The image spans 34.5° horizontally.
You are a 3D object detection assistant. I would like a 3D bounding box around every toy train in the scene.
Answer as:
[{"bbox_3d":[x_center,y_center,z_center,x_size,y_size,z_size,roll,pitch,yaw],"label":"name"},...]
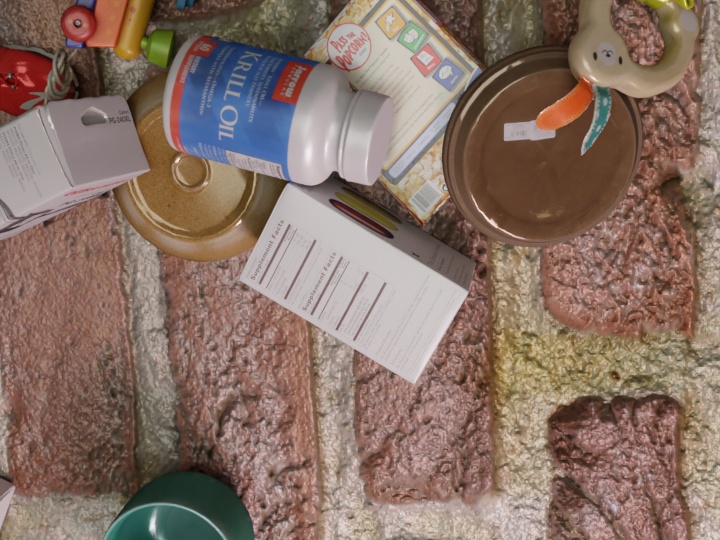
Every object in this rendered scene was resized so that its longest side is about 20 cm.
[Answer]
[{"bbox_3d":[-0.234,-0.226,1.138,0.114,0.085,0.203,17,98,-9],"label":"toy train"}]

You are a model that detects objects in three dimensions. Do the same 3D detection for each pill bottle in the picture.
[{"bbox_3d":[-0.073,-0.144,1.073,0.197,0.112,0.114,14,105,12],"label":"pill bottle"}]

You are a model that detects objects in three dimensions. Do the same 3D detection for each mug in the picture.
[{"bbox_3d":[-0.203,0.292,1.236,0.181,0.114,0.155,5,104,8],"label":"mug"}]

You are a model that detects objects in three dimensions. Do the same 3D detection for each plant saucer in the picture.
[{"bbox_3d":[-0.169,-0.104,1.181,0.196,0.035,0.204,2,103,9],"label":"plant saucer"},{"bbox_3d":[0.175,-0.110,1.096,0.196,0.030,0.203,-3,116,-6],"label":"plant saucer"}]

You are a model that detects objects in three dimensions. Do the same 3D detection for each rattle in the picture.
[{"bbox_3d":[0.251,-0.200,1.004,0.142,0.200,0.131,3,130,51],"label":"rattle"}]

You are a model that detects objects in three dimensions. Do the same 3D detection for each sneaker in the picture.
[{"bbox_3d":[-0.384,-0.196,1.168,0.197,0.085,0.078,17,106,5],"label":"sneaker"}]

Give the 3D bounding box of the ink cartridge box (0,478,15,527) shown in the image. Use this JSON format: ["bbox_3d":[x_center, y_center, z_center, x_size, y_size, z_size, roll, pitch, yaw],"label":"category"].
[{"bbox_3d":[-0.507,0.273,1.295,0.197,0.084,0.146,25,106,4],"label":"ink cartridge box"}]

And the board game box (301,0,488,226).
[{"bbox_3d":[0.043,-0.169,1.127,0.200,0.046,0.152,44,106,-3],"label":"board game box"}]

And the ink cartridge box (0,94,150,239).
[{"bbox_3d":[-0.327,-0.092,1.133,0.198,0.145,0.085,-21,94,24],"label":"ink cartridge box"}]

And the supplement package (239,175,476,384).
[{"bbox_3d":[0.000,0.000,1.138,0.198,0.114,0.111,30,107,0],"label":"supplement package"}]
